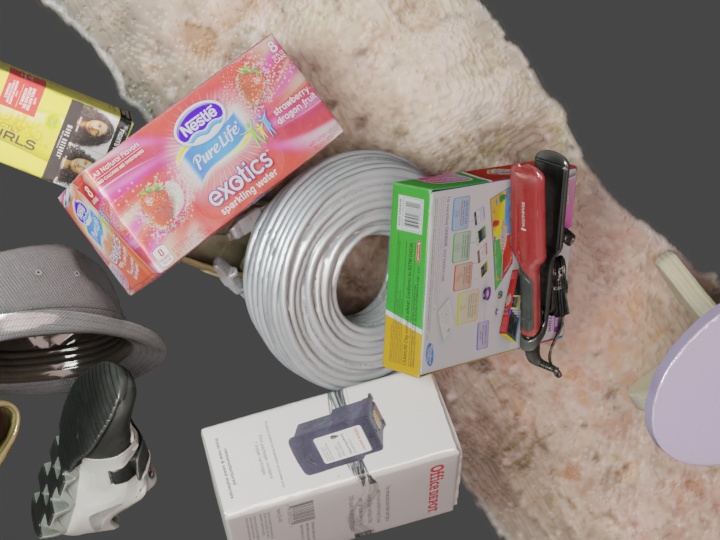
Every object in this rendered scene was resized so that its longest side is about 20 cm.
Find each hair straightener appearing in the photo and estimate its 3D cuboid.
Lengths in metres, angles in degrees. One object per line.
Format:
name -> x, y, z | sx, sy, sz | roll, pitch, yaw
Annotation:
hair straightener -> 0.162, -0.006, 1.649 | 0.077, 0.041, 0.202 | -29, 122, -41

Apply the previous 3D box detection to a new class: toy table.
toy table -> 0.320, 0.073, 1.719 | 0.199, 0.117, 0.185 | -25, 106, -4

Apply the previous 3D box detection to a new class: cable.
cable -> 0.000, 0.000, 1.642 | 0.200, 0.069, 0.201 | -42, 122, -15

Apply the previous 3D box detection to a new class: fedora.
fedora -> -0.260, 0.036, 1.609 | 0.199, 0.177, 0.091 | 2, 68, -33

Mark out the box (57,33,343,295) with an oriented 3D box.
box -> -0.126, -0.084, 1.573 | 0.200, 0.095, 0.103 | -38, 93, -24

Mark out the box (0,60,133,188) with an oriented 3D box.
box -> -0.287, -0.128, 1.601 | 0.199, 0.050, 0.076 | 23, 98, -14

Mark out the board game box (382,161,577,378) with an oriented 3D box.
board game box -> 0.101, -0.005, 1.642 | 0.199, 0.040, 0.154 | -10, 109, -48

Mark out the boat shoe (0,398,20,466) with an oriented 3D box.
boat shoe -> -0.343, 0.173, 1.598 | 0.074, 0.066, 0.201 | 50, 50, -26

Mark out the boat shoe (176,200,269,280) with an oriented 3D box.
boat shoe -> -0.113, -0.027, 1.647 | 0.199, 0.063, 0.074 | 17, 99, -15

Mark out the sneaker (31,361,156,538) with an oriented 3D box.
sneaker -> -0.205, 0.148, 1.649 | 0.088, 0.074, 0.201 | 6, 137, -24

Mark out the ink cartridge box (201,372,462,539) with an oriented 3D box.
ink cartridge box -> -0.023, 0.166, 1.661 | 0.198, 0.145, 0.085 | -15, 65, -7
